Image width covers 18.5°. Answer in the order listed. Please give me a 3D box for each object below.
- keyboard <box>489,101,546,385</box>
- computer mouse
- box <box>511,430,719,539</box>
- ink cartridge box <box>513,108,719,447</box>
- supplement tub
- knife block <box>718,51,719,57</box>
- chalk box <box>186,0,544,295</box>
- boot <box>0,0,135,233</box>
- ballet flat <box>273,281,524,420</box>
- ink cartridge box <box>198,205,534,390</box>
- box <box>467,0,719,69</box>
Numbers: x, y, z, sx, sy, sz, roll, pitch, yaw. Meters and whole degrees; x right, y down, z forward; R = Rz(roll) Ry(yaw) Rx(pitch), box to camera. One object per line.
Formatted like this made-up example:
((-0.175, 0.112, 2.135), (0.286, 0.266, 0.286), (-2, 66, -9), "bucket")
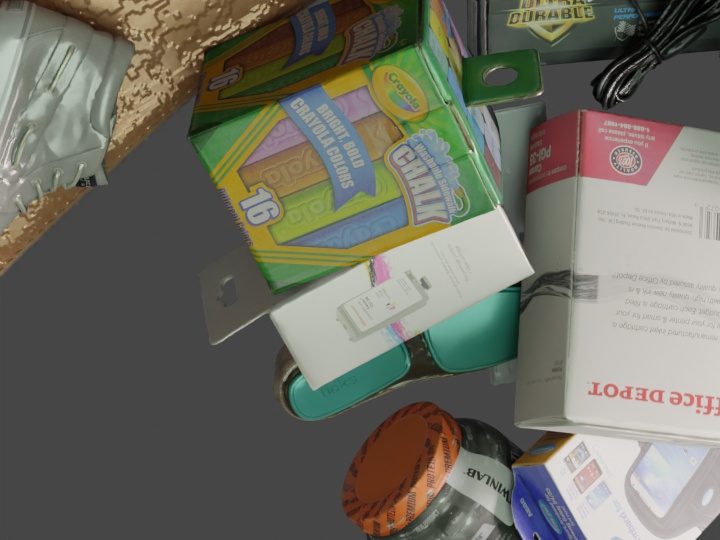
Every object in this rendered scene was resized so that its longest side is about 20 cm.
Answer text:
((0.106, -0.016, 1.493), (0.056, 0.011, 0.201), (-13, 116, -12), "keyboard")
((0.144, -0.201, 1.349), (0.109, 0.044, 0.200), (-35, 115, 5), "computer mouse")
((0.185, 0.135, 1.487), (0.200, 0.041, 0.119), (-40, 106, -35), "box")
((0.181, 0.009, 1.424), (0.146, 0.083, 0.201), (8, 80, -21), "ink cartridge box")
((0.090, 0.184, 1.512), (0.200, 0.123, 0.123), (40, 100, -25), "supplement tub")
((0.322, -0.111, 1.377), (0.199, 0.064, 0.176), (-12, 123, -13), "knife block")
((0.013, -0.096, 1.348), (0.199, 0.125, 0.124), (-22, 117, 13), "chalk box")
((-0.203, -0.061, 1.366), (0.095, 0.074, 0.201), (17, 107, -11), "boot")
((0.034, 0.040, 1.467), (0.199, 0.067, 0.068), (-16, 113, -7), "ballet flat")
((0.000, 0.000, 1.412), (0.199, 0.117, 0.068), (-27, 115, 5), "ink cartridge box")
((0.166, -0.215, 1.398), (0.199, 0.046, 0.160), (-5, 114, -10), "box")
